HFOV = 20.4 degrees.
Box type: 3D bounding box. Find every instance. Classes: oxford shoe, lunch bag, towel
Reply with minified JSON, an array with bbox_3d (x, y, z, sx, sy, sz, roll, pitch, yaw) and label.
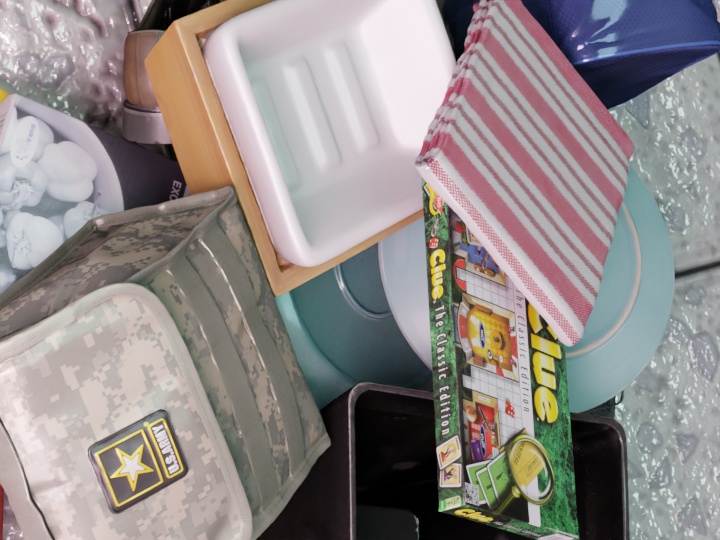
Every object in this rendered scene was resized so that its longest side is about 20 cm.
[{"bbox_3d":[-0.086,-0.144,1.211,0.200,0.072,0.085,-54,142,-65],"label":"oxford shoe"},{"bbox_3d":[-0.115,0.072,1.013,0.200,0.117,0.165,-48,122,-56],"label":"lunch bag"},{"bbox_3d":[0.098,-0.065,1.176,0.146,0.030,0.201,48,37,-21],"label":"towel"},{"bbox_3d":[0.145,-0.187,1.343,0.135,0.200,0.133,-9,81,-29],"label":"lunch bag"}]

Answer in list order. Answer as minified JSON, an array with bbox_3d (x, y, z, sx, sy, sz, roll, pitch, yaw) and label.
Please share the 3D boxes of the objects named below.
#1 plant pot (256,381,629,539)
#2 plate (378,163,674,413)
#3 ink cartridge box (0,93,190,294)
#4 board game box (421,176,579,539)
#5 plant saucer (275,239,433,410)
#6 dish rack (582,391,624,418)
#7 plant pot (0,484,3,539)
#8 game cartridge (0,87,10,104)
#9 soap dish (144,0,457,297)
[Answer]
[{"bbox_3d":[0.031,0.192,1.190,0.198,0.177,0.202,10,71,-31],"label":"plant pot"},{"bbox_3d":[0.109,-0.009,1.243,0.199,0.026,0.202,5,74,-17],"label":"plate"},{"bbox_3d":[-0.142,0.027,1.148,0.199,0.043,0.200,22,69,-23],"label":"ink cartridge box"},{"bbox_3d":[0.079,0.048,1.131,0.104,0.023,0.201,23,57,-46],"label":"board game box"},{"bbox_3d":[0.000,0.000,1.229,0.199,0.027,0.202,15,69,-44],"label":"plant saucer"},{"bbox_3d":[0.135,0.028,1.342,0.199,0.054,0.155,17,66,-53],"label":"dish rack"},{"bbox_3d":[-0.265,0.184,0.999,0.199,0.200,0.179,-11,94,-35],"label":"plant pot"},{"bbox_3d":[-0.241,-0.014,1.150,0.176,0.032,0.201,38,59,-21],"label":"game cartridge"},{"bbox_3d":[-0.025,-0.089,1.144,0.200,0.081,0.158,-30,103,-46],"label":"soap dish"}]
